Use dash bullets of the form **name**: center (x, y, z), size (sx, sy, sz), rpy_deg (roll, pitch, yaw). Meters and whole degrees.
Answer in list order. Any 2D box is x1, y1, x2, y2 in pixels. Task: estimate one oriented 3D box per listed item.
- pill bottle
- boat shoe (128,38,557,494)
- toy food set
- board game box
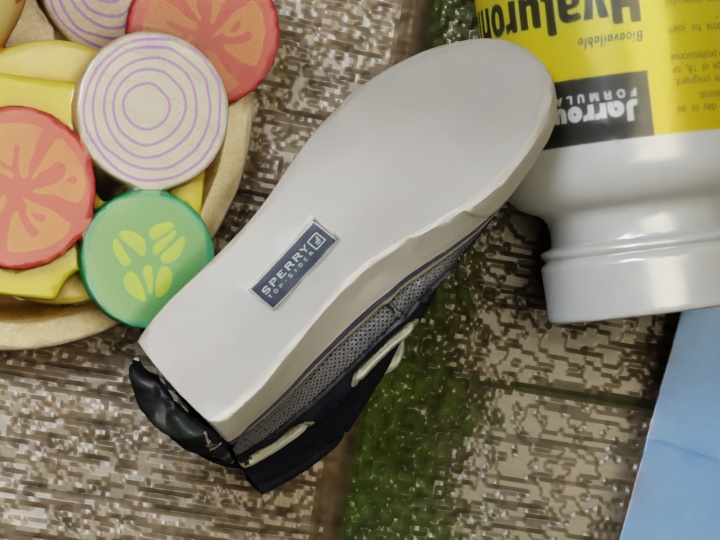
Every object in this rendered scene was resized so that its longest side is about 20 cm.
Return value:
- **pill bottle**: center (0.104, -0.083, 1.005), size (0.111, 0.111, 0.201), rpy_deg (-7, 90, -18)
- **boat shoe**: center (0.000, 0.000, 0.971), size (0.200, 0.093, 0.075), rpy_deg (-41, 64, -7)
- **toy food set**: center (-0.129, -0.070, 0.959), size (0.197, 0.049, 0.201), rpy_deg (6, 85, -18)
- **board game box**: center (0.186, 0.097, 1.065), size (0.157, 0.039, 0.201), rpy_deg (18, 80, -10)
